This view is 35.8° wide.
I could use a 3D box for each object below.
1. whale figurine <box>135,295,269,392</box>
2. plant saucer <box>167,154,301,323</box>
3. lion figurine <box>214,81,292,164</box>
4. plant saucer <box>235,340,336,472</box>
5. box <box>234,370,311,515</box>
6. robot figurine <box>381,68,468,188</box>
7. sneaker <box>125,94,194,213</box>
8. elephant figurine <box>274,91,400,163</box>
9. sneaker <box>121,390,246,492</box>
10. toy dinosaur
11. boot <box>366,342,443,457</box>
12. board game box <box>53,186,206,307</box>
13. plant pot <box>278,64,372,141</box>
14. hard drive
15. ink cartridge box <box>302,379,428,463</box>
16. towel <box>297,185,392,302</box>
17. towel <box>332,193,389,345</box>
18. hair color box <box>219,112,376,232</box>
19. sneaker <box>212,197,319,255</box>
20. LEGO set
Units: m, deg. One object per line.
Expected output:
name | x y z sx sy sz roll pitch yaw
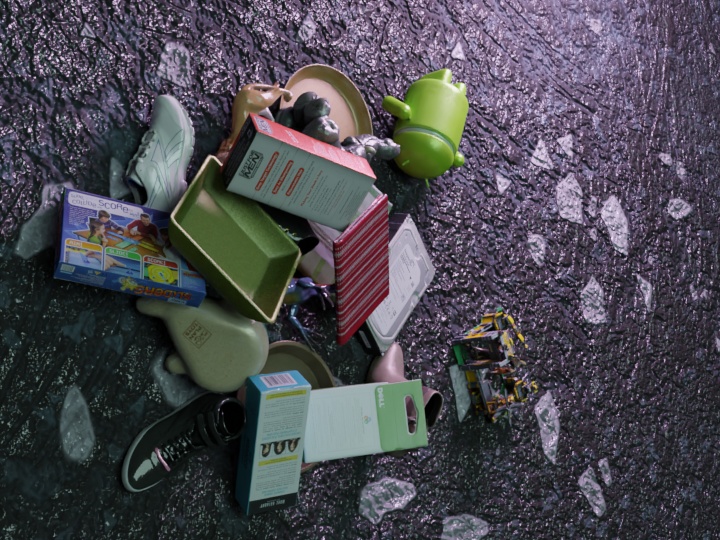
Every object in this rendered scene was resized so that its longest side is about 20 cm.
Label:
whale figurine | -0.221 0.078 1.581 0.199 0.104 0.159 40 102 -15
plant saucer | -0.181 -0.036 1.540 0.200 0.048 0.201 47 28 -17
lion figurine | -0.171 -0.213 1.699 0.121 0.072 0.203 16 66 -41
plant saucer | -0.115 0.209 1.699 0.198 0.029 0.203 8 78 -42
box | -0.126 0.247 1.598 0.081 0.049 0.203 -5 115 -30
robot figurine | 0.120 -0.248 1.933 0.175 0.115 0.202 36 61 -38
sneaker | -0.287 -0.154 1.580 0.086 0.074 0.203 7 77 -36
elephant figurine | -0.043 -0.163 1.696 0.200 0.154 0.143 42 30 -42
sneaker | -0.238 0.232 1.536 0.200 0.098 0.071 -40 110 -37
toy dinosaur | -0.096 0.022 1.696 0.201 0.105 0.181 55 34 0
boot | 0.073 0.205 1.790 0.070 0.145 0.203 32 63 -34
board game box | -0.306 -0.031 1.492 0.197 0.035 0.137 14 44 -24
plant pot | -0.061 -0.235 1.827 0.198 0.027 0.203 9 77 -40
hard drive | 0.048 0.022 1.850 0.201 0.037 0.141 -55 134 -35
ink cartridge box | -0.003 0.226 1.689 0.197 0.059 0.106 -5 85 -18
towel | -0.042 -0.071 1.798 0.149 0.030 0.201 44 66 -30
towel | 0.000 0.000 1.684 0.145 0.022 0.202 -47 147 -41
hair color box | -0.088 -0.137 1.581 0.198 0.102 0.062 19 26 -30
sneaker | -0.151 -0.068 1.654 0.198 0.075 0.107 -14 59 -41
LEGO set | 0.259 0.168 1.984 0.152 0.115 0.203 -12 91 -42
